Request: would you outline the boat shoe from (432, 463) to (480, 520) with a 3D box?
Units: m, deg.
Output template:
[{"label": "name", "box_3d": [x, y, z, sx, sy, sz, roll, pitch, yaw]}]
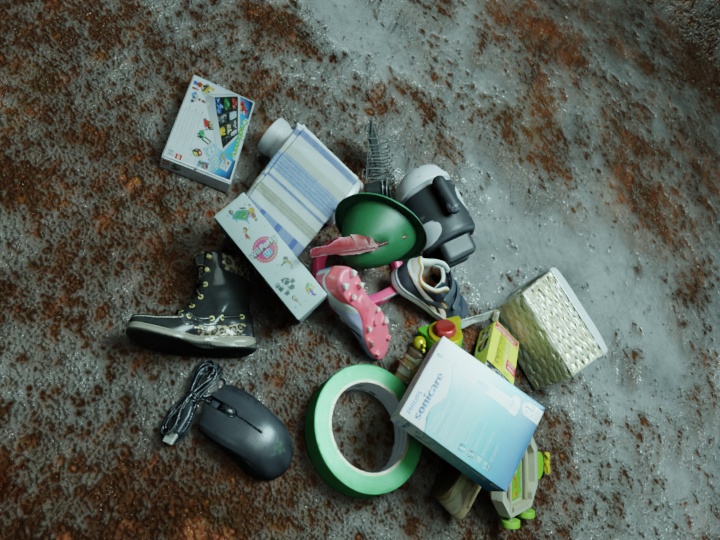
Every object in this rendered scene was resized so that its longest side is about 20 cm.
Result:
[{"label": "boat shoe", "box_3d": [0.199, 0.334, 0.989, 0.065, 0.071, 0.200, 50, 59, -7]}]

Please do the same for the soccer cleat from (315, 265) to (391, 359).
[{"label": "soccer cleat", "box_3d": [-0.009, 0.072, 0.980, 0.067, 0.075, 0.203, -53, 131, -31]}]

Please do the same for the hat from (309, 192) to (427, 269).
[{"label": "hat", "box_3d": [0.003, -0.012, 0.950, 0.196, 0.166, 0.179, 27, 55, -11]}]

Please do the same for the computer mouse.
[{"label": "computer mouse", "box_3d": [-0.179, 0.230, 0.834, 0.198, 0.053, 0.140, 36, 53, -9]}]

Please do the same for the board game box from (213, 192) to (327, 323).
[{"label": "board game box", "box_3d": [-0.141, -0.013, 0.919, 0.064, 0.148, 0.201, -39, 88, -9]}]

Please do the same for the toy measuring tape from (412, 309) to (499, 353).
[{"label": "toy measuring tape", "box_3d": [0.190, 0.122, 1.073, 0.194, 0.074, 0.075, -12, 70, -18]}]

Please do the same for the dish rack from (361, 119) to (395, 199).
[{"label": "dish rack", "box_3d": [0.040, -0.185, 1.120, 0.053, 0.155, 0.205, -2, 59, 9]}]

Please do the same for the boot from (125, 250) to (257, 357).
[{"label": "boot", "box_3d": [-0.251, 0.047, 0.874, 0.195, 0.073, 0.155, 11, 61, -29]}]

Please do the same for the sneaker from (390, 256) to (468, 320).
[{"label": "sneaker", "box_3d": [0.153, 0.039, 1.083, 0.197, 0.079, 0.080, 27, 45, -32]}]

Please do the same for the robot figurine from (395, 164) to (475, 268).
[{"label": "robot figurine", "box_3d": [0.150, -0.107, 1.117, 0.123, 0.149, 0.204, -8, 68, -52]}]

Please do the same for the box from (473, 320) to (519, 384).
[{"label": "box", "box_3d": [0.250, 0.177, 1.064, 0.075, 0.050, 0.200, 44, 30, -3]}]

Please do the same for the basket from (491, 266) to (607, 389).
[{"label": "basket", "box_3d": [0.373, 0.122, 1.155, 0.121, 0.136, 0.203, -24, 78, -31]}]

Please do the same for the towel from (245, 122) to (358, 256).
[{"label": "towel", "box_3d": [-0.114, -0.134, 1.005, 0.146, 0.024, 0.201, 39, 95, -4]}]

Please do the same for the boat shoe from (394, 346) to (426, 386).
[{"label": "boat shoe", "box_3d": [0.140, 0.221, 1.020, 0.198, 0.072, 0.077, 38, 84, -13]}]

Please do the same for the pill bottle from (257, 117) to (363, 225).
[{"label": "pill bottle", "box_3d": [-0.096, -0.187, 1.065, 0.199, 0.104, 0.105, 43, 53, -3]}]

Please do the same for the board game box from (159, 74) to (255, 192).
[{"label": "board game box", "box_3d": [-0.275, -0.252, 1.040, 0.123, 0.035, 0.205, 20, 57, -18]}]

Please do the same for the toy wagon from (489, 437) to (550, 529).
[{"label": "toy wagon", "box_3d": [0.285, 0.357, 1.010, 0.197, 0.039, 0.161, 9, 80, -52]}]

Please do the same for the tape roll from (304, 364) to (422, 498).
[{"label": "tape roll", "box_3d": [0.007, 0.259, 0.927, 0.195, 0.048, 0.206, 13, 60, -24]}]

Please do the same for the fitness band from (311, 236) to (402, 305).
[{"label": "fitness band", "box_3d": [0.000, 0.000, 1.068, 0.196, 0.037, 0.146, -19, 73, -36]}]

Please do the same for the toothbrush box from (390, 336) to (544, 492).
[{"label": "toothbrush box", "box_3d": [0.168, 0.229, 0.908, 0.197, 0.086, 0.148, 34, 69, 3]}]
